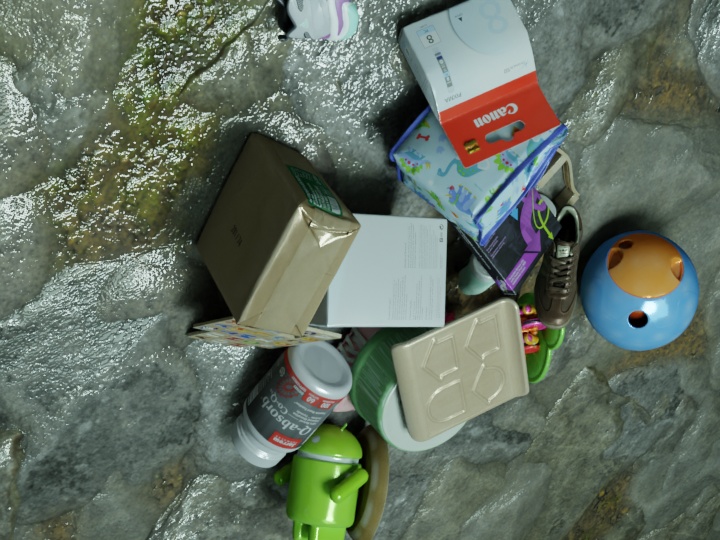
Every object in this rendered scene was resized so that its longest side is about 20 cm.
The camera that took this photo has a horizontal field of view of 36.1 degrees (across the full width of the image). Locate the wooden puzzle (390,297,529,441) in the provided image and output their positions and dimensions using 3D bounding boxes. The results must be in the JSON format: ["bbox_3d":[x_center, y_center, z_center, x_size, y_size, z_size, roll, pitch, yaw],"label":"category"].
[{"bbox_3d":[0.146,0.142,1.629,0.197,0.046,0.188,-20,124,-11],"label":"wooden puzzle"}]

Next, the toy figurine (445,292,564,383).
[{"bbox_3d":[0.213,0.108,1.814,0.180,0.153,0.200,-2,163,-18],"label":"toy figurine"}]

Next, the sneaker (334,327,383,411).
[{"bbox_3d":[-0.022,0.147,1.742,0.103,0.076,0.202,-4,130,-36],"label":"sneaker"}]

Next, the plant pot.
[{"bbox_3d":[0.003,0.355,1.845,0.027,0.201,0.203,11,119,-16],"label":"plant pot"}]

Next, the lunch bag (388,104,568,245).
[{"bbox_3d":[0.165,-0.169,1.532,0.201,0.169,0.128,-50,162,-6],"label":"lunch bag"}]

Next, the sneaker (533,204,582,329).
[{"bbox_3d":[0.312,-0.010,1.749,0.069,0.203,0.076,4,154,13],"label":"sneaker"}]

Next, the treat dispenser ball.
[{"bbox_3d":[0.476,0.034,1.884,0.198,0.201,0.204,-17,132,-20],"label":"treat dispenser ball"}]

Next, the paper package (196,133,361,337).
[{"bbox_3d":[-0.114,-0.046,1.444,0.102,0.201,0.193,15,114,-34],"label":"paper package"}]

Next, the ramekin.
[{"bbox_3d":[0.089,0.181,1.709,0.197,0.098,0.203,-13,123,-20],"label":"ramekin"}]

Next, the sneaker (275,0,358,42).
[{"bbox_3d":[-0.065,-0.362,1.318,0.138,0.078,0.203,-13,129,-25],"label":"sneaker"}]

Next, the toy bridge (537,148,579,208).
[{"bbox_3d":[0.297,-0.163,1.740,0.067,0.027,0.199,-49,136,9],"label":"toy bridge"}]

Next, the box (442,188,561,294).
[{"bbox_3d":[0.210,-0.084,1.663,0.200,0.036,0.144,48,68,-26],"label":"box"}]

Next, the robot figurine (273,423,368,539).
[{"bbox_3d":[-0.058,0.345,1.805,0.114,0.174,0.204,12,84,-38],"label":"robot figurine"}]

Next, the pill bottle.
[{"bbox_3d":[-0.109,0.205,1.690,0.114,0.117,0.201,13,129,-38],"label":"pill bottle"}]

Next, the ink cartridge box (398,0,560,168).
[{"bbox_3d":[0.163,-0.259,1.470,0.158,0.203,0.047,-24,169,-14],"label":"ink cartridge box"}]

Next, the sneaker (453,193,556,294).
[{"bbox_3d":[0.227,-0.042,1.777,0.200,0.074,0.118,-42,176,-25],"label":"sneaker"}]

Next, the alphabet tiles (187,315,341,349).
[{"bbox_3d":[-0.152,0.090,1.563,0.165,0.198,0.008,15,71,-40],"label":"alphabet tiles"}]

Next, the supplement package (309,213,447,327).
[{"bbox_3d":[0.000,0.000,1.554,0.197,0.150,0.155,2,90,-33],"label":"supplement package"}]
